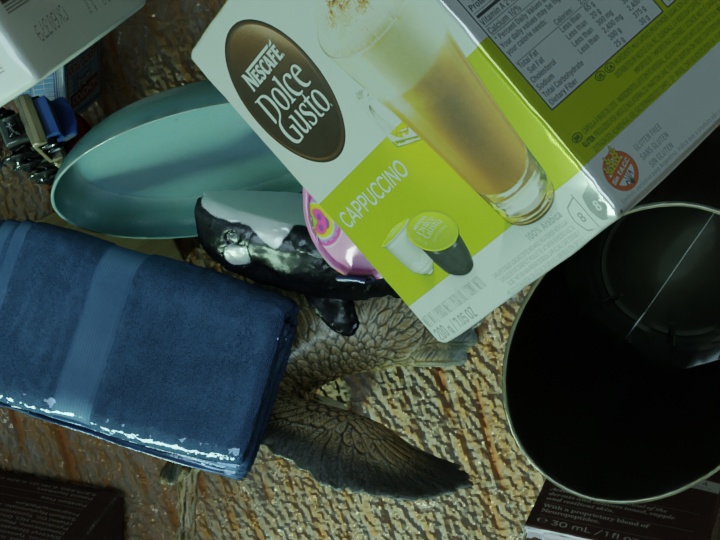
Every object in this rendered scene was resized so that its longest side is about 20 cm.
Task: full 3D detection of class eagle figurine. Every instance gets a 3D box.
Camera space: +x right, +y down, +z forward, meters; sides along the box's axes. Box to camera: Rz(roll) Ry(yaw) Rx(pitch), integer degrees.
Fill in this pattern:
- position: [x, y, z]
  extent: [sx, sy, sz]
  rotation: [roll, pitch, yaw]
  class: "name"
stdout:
- position: [-0.033, 0.074, 1.355]
  extent: [0.199, 0.151, 0.153]
  rotation: [-16, 97, 34]
  class: "eagle figurine"

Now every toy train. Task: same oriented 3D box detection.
- position: [-0.176, -0.072, 1.305]
  extent: [0.046, 0.200, 0.034]
  rotation: [-22, 84, 1]
  class: "toy train"

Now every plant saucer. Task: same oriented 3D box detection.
- position: [-0.081, -0.067, 1.289]
  extent: [0.199, 0.200, 0.028]
  rotation: [-21, 69, 24]
  class: "plant saucer"

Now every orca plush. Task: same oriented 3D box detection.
- position: [0.000, 0.000, 1.309]
  extent: [0.199, 0.105, 0.072]
  rotation: [1, 111, -21]
  class: "orca plush"

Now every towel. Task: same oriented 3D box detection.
- position: [-0.138, 0.043, 1.299]
  extent: [0.199, 0.049, 0.112]
  rotation: [16, 81, 18]
  class: "towel"

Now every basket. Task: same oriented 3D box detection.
- position: [0.171, 0.005, 1.213]
  extent: [0.136, 0.200, 0.181]
  rotation: [32, 119, 2]
  class: "basket"

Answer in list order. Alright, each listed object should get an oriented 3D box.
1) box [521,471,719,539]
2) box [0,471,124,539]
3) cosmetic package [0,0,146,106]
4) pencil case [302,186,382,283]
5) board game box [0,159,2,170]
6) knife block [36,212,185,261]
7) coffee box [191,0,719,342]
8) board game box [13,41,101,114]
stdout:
- position: [0.158, 0.139, 1.274]
  extent: [0.099, 0.200, 0.075]
  rotation: [9, 112, 13]
  class: "box"
- position: [-0.263, 0.245, 1.455]
  extent: [0.163, 0.200, 0.167]
  rotation: [9, 114, 14]
  class: "box"
- position: [-0.261, -0.151, 1.237]
  extent: [0.199, 0.165, 0.165]
  rotation: [-27, 102, 25]
  class: "cosmetic package"
- position: [0.049, -0.049, 1.230]
  extent: [0.087, 0.200, 0.088]
  rotation: [7, 104, 29]
  class: "pencil case"
- position: [-0.336, -0.007, 1.379]
  extent: [0.199, 0.201, 0.026]
  rotation: [-4, 131, 20]
  class: "board game box"
- position: [-0.225, 0.030, 1.365]
  extent: [0.199, 0.176, 0.064]
  rotation: [-20, 106, 24]
  class: "knife block"
- position: [0.074, -0.123, 1.066]
  extent: [0.198, 0.200, 0.200]
  rotation: [49, 151, -1]
  class: "coffee box"
- position: [-0.236, -0.184, 1.343]
  extent: [0.199, 0.062, 0.201]
  rotation: [-7, 109, 20]
  class: "board game box"
